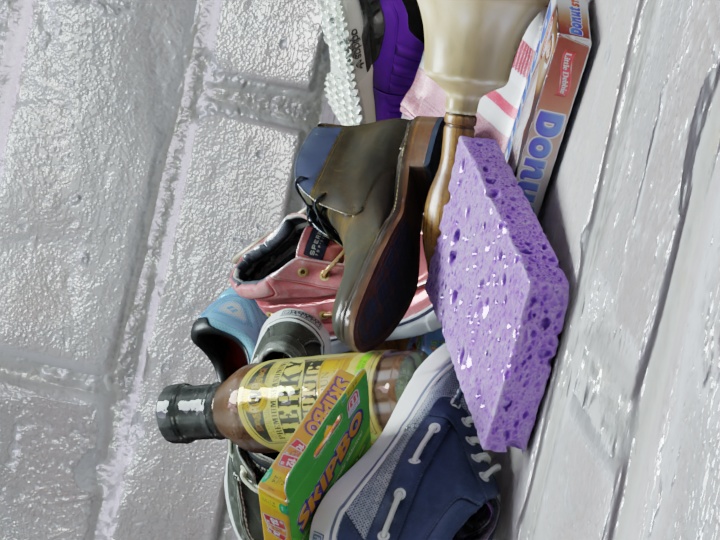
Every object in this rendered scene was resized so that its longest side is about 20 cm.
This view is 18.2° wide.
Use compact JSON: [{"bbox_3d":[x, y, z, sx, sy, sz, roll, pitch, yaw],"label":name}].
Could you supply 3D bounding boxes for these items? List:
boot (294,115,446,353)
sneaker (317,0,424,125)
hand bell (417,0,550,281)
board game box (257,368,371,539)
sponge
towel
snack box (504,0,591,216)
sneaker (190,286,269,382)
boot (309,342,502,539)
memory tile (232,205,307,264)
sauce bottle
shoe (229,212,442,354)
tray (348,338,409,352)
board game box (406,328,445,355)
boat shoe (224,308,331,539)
[{"bbox_3d":[-0.008,-0.026,1.498,0.075,0.096,0.200,76,-153,-43],"label":"boot"},{"bbox_3d":[0.028,-0.156,1.657,0.070,0.099,0.200,59,166,33],"label":"sneaker"},{"bbox_3d":[0.063,-0.091,1.463,0.104,0.104,0.201,-110,27,-79],"label":"hand bell"},{"bbox_3d":[-0.025,0.145,1.373,0.096,0.030,0.200,-55,-19,-31],"label":"board game box"},{"bbox_3d":[0.080,0.011,1.362,0.200,0.030,0.112,-107,27,-61],"label":"sponge"},{"bbox_3d":[0.090,-0.173,1.541,0.144,0.023,0.201,43,124,53],"label":"towel"},{"bbox_3d":[0.108,-0.077,1.422,0.072,0.024,0.201,-84,8,-57],"label":"snack box"},{"bbox_3d":[-0.066,0.109,1.663,0.090,0.201,0.078,-25,-8,-46],"label":"sneaker"},{"bbox_3d":[0.057,0.122,1.369,0.200,0.090,0.073,-52,-39,-37],"label":"boot"},{"bbox_3d":[0.000,-0.060,1.712,0.200,0.017,0.153,-34,-3,13],"label":"memory tile"},{"bbox_3d":[-0.044,0.090,1.480,0.065,0.199,0.065,21,-115,-56],"label":"sauce bottle"},{"bbox_3d":[0.000,0.000,1.564,0.200,0.091,0.072,-21,42,42],"label":"shoe"},{"bbox_3d":[0.018,0.047,1.686,0.037,0.098,0.201,-83,7,-56],"label":"tray"},{"bbox_3d":[0.037,0.140,1.625,0.151,0.036,0.201,-89,13,-60],"label":"board game box"},{"bbox_3d":[-0.065,0.126,1.588,0.064,0.070,0.201,-64,-17,-61],"label":"boat shoe"}]
